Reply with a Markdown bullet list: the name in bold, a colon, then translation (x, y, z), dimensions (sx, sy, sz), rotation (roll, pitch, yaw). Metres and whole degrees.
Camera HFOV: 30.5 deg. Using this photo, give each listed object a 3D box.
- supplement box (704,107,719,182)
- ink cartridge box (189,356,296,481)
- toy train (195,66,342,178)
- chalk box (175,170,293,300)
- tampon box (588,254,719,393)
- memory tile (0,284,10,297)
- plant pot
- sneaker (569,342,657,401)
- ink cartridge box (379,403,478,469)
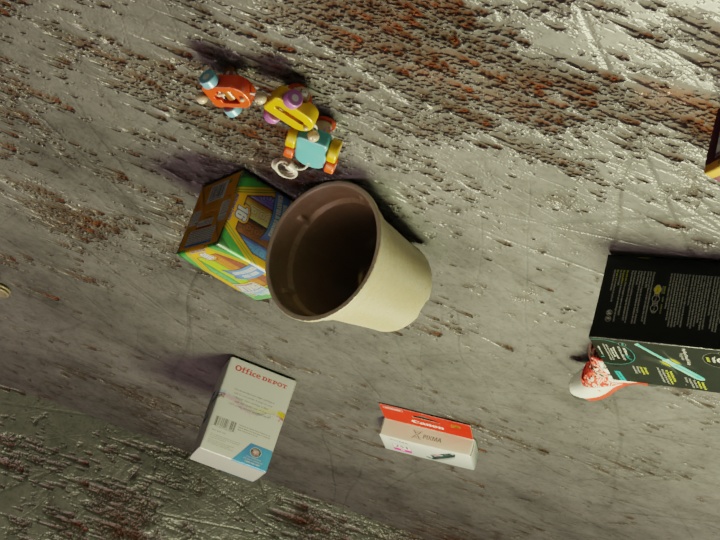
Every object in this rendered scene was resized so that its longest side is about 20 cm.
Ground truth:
- **supplement box**: translation (0.470, -0.108, 1.351), dimensions (0.199, 0.086, 0.110), rotation (26, 156, -16)
- **ink cartridge box**: translation (-0.241, 0.305, 2.700), dimensions (0.146, 0.201, 0.146), rotation (22, 159, -8)
- **toy train**: translation (-0.104, -0.194, 1.647), dimensions (0.150, 0.056, 0.200), rotation (2, 149, 37)
- **chalk box**: translation (-0.144, -0.037, 1.940), dimensions (0.200, 0.124, 0.125), rotation (32, 155, -29)
- **tampon box**: translation (0.426, 0.072, 1.745), dimensions (0.199, 0.127, 0.150), rotation (5, 155, 27)
- **memory tile**: translation (-0.825, 0.005, 2.705), dimensions (0.199, 0.017, 0.153), rotation (10, 156, 18)
- **plant pot**: translation (0.000, 0.000, 1.860), dimensions (0.200, 0.202, 0.183), rotation (-1, 162, 38)
- **sneaker**: translation (0.373, 0.142, 2.030), dimensions (0.108, 0.068, 0.201), rotation (33, 150, -28)
- **ink cartridge box**: translation (0.136, 0.341, 2.698), dimensions (0.199, 0.044, 0.174), rotation (12, 158, 16)
